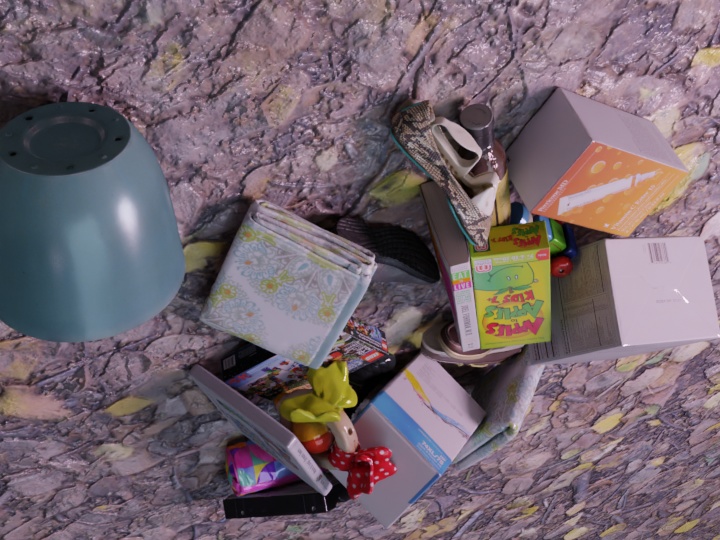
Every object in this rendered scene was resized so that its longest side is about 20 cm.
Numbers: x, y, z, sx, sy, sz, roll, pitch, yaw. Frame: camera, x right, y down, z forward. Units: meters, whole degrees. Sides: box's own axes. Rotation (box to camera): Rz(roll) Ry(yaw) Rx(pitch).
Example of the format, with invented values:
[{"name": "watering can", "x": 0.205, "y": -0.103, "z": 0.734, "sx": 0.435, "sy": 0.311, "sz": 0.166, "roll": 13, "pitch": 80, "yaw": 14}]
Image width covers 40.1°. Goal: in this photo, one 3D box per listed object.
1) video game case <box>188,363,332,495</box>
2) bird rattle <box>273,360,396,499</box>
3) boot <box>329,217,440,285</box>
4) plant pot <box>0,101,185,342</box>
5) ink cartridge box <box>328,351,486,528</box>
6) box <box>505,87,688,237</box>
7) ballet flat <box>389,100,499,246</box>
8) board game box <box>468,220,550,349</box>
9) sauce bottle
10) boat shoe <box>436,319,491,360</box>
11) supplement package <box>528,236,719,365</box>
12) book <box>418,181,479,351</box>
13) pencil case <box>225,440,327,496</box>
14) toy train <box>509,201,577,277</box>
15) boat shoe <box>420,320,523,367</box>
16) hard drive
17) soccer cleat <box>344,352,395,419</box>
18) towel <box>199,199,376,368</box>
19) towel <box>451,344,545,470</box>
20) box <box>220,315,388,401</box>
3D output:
[{"name": "video game case", "x": -0.139, "y": 0.226, "z": 1.388, "sx": 0.024, "sy": 0.198, "sz": 0.183, "roll": -49, "pitch": 148, "yaw": -17}, {"name": "bird rattle", "x": -0.042, "y": 0.226, "z": 1.388, "sx": 0.161, "sy": 0.113, "sz": 0.202, "roll": -4, "pitch": 127, "yaw": 45}, {"name": "boot", "x": 0.000, "y": 0.000, "z": 1.294, "sx": 0.198, "sy": 0.071, "sz": 0.131, "roll": 19, "pitch": 135, "yaw": -38}, {"name": "plant pot", "x": -0.272, "y": -0.061, "z": 0.947, "sx": 0.197, "sy": 0.202, "sz": 0.163, "roll": -11, "pitch": 132, "yaw": -17}, {"name": "ink cartridge box", "x": 0.069, "y": 0.250, "z": 1.496, "sx": 0.147, "sy": 0.146, "sz": 0.200, "roll": -51, "pitch": 172, "yaw": 33}, {"name": "box", "x": 0.297, "y": -0.133, "z": 1.254, "sx": 0.197, "sy": 0.099, "sz": 0.125, "roll": 9, "pitch": 133, "yaw": -37}, {"name": "ballet flat", "x": 0.114, "y": -0.113, "z": 1.142, "sx": 0.074, "sy": 0.068, "sz": 0.201, "roll": -26, "pitch": 117, "yaw": 27}, {"name": "board game box", "x": 0.200, "y": 0.024, "z": 1.311, "sx": 0.099, "sy": 0.048, "sz": 0.202, "roll": -7, "pitch": 140, "yaw": 6}, {"name": "sauce bottle", "x": 0.151, "y": -0.122, "z": 1.214, "sx": 0.064, "sy": 0.065, "sz": 0.201, "roll": -20, "pitch": 144, "yaw": -4}, {"name": "boat shoe", "x": 0.201, "y": 0.076, "z": 1.479, "sx": 0.197, "sy": 0.073, "sz": 0.073, "roll": -10, "pitch": 144, "yaw": -33}, {"name": "supplement package", "x": 0.365, "y": 0.045, "z": 1.413, "sx": 0.188, "sy": 0.150, "sz": 0.199, "roll": -1, "pitch": 169, "yaw": -29}, {"name": "book", "x": 0.121, "y": -0.003, "z": 1.284, "sx": 0.047, "sy": 0.136, "sz": 0.201, "roll": -12, "pitch": 145, "yaw": 2}, {"name": "pencil case", "x": -0.117, "y": 0.301, "z": 1.578, "sx": 0.196, "sy": 0.089, "sz": 0.089, "roll": -10, "pitch": 143, "yaw": -16}, {"name": "toy train", "x": 0.194, "y": -0.012, "z": 1.377, "sx": 0.115, "sy": 0.086, "sz": 0.199, "roll": 30, "pitch": 129, "yaw": -30}, {"name": "boat shoe", "x": 0.171, "y": 0.118, "z": 1.525, "sx": 0.197, "sy": 0.072, "sz": 0.060, "roll": -5, "pitch": 138, "yaw": -34}, {"name": "hard drive", "x": -0.106, "y": 0.361, "z": 1.593, "sx": 0.197, "sy": 0.039, "sz": 0.139, "roll": -12, "pitch": 178, "yaw": 29}, {"name": "soccer cleat", "x": -0.023, "y": 0.196, "z": 1.499, "sx": 0.198, "sy": 0.082, "sz": 0.067, "roll": -33, "pitch": 144, "yaw": 13}, {"name": "towel", "x": -0.089, "y": 0.022, "z": 1.205, "sx": 0.169, "sy": 0.049, "sz": 0.201, "roll": 25, "pitch": 128, "yaw": -8}, {"name": "towel", "x": 0.221, "y": 0.219, "z": 1.580, "sx": 0.048, "sy": 0.173, "sz": 0.200, "roll": 31, "pitch": 142, "yaw": -6}, {"name": "box", "x": -0.078, "y": 0.121, "z": 1.377, "sx": 0.198, "sy": 0.038, "sz": 0.136, "roll": -28, "pitch": 145, "yaw": 26}]
